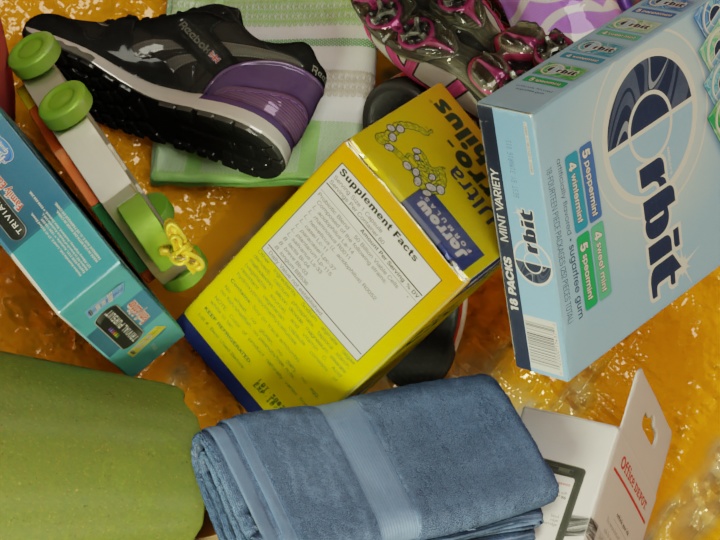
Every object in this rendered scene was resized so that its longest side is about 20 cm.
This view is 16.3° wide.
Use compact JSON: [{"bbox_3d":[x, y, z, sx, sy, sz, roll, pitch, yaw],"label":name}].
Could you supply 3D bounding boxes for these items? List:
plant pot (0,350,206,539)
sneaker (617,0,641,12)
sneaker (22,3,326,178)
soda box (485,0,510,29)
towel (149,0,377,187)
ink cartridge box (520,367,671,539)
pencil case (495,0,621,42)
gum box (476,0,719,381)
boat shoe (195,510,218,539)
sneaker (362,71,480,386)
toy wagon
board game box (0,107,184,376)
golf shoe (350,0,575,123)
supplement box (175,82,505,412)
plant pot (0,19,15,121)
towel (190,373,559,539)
[{"bbox_3d":[-0.196,0.127,1.465,0.189,0.200,0.202,4,73,-25],"label":"plant pot"},{"bbox_3d":[0.210,-0.125,1.671,0.080,0.083,0.201,-25,82,-18],"label":"sneaker"},{"bbox_3d":[-0.114,-0.130,1.583,0.199,0.076,0.088,23,66,17],"label":"sneaker"},{"bbox_3d":[0.087,-0.145,1.659,0.071,0.063,0.200,-38,85,-19],"label":"soda box"},{"bbox_3d":[-0.060,-0.151,1.611,0.148,0.031,0.202,0,71,18],"label":"towel"},{"bbox_3d":[0.125,0.164,1.543,0.067,0.116,0.201,12,68,23],"label":"ink cartridge box"},{"bbox_3d":[0.137,-0.114,1.588,0.085,0.084,0.202,-15,77,5],"label":"pencil case"},{"bbox_3d":[0.157,-0.057,1.471,0.200,0.044,0.171,-33,124,-38],"label":"gum box"},{"bbox_3d":[-0.022,0.142,1.554,0.199,0.070,0.071,-26,119,-16],"label":"boat shoe"},{"bbox_3d":[0.051,-0.032,1.613,0.067,0.108,0.203,2,105,25],"label":"sneaker"},{"bbox_3d":[-0.147,-0.052,1.505,0.039,0.200,0.156,-35,127,-1],"label":"toy wagon"},{"bbox_3d":[-0.181,-0.024,1.451,0.047,0.200,0.151,-39,76,-3],"label":"board game box"},{"bbox_3d":[0.067,-0.126,1.541,0.073,0.092,0.200,-41,53,-13],"label":"golf shoe"},{"bbox_3d":[0.000,0.000,1.512,0.109,0.200,0.109,49,40,4],"label":"supplement box"},{"bbox_3d":[-0.295,-0.125,1.505,0.199,0.177,0.202,4,73,-12],"label":"plant pot"},{"bbox_3d":[0.007,0.122,1.457,0.199,0.049,0.112,-10,53,-24],"label":"towel"}]
